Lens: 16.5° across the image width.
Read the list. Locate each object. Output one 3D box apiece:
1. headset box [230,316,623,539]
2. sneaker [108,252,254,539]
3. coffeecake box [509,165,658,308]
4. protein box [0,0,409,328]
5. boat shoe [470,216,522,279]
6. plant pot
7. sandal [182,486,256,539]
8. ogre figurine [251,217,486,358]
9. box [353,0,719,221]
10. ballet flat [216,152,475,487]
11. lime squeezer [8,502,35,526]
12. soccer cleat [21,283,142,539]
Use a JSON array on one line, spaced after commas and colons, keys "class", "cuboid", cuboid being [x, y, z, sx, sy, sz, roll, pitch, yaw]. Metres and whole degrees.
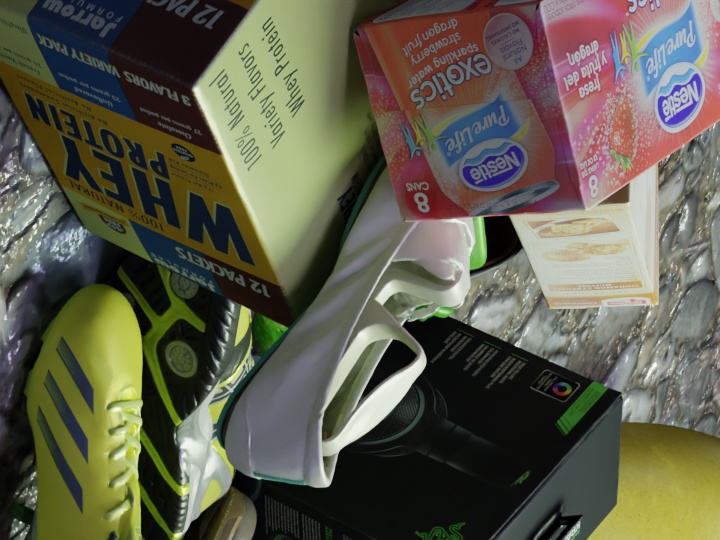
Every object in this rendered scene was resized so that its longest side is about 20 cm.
[{"class": "headset box", "cuboid": [0.030, 0.118, 1.388, 0.174, 0.199, 0.093, -42, 144, -37]}, {"class": "sneaker", "cuboid": [-0.087, 0.046, 1.269, 0.076, 0.075, 0.201, -36, 151, -46]}, {"class": "coffeecake box", "cuboid": [0.133, -0.078, 1.459, 0.200, 0.073, 0.154, 56, 33, -69]}, {"class": "protein box", "cuboid": [-0.048, -0.121, 1.133, 0.200, 0.135, 0.199, -55, 152, -21]}, {"class": "boat shoe", "cuboid": [0.027, -0.018, 1.423, 0.200, 0.067, 0.072, -15, 125, -55]}, {"class": "plant pot", "cuboid": [0.177, 0.187, 1.747, 0.142, 0.200, 0.201, 29, 85, -35]}, {"class": "sandal", "cuboid": [-0.089, 0.212, 1.352, 0.054, 0.080, 0.201, 18, 107, -18]}, {"class": "ogre figurine", "cuboid": [0.000, 0.000, 1.275, 0.119, 0.200, 0.099, -23, 94, -12]}, {"class": "box", "cuboid": [0.098, -0.099, 1.130, 0.200, 0.102, 0.095, -33, 114, -50]}, {"class": "ballet flat", "cuboid": [0.011, 0.017, 1.130, 0.200, 0.069, 0.070, -57, 151, -18]}, {"class": "lime squeezer", "cuboid": [-0.145, 0.179, 1.316, 0.070, 0.038, 0.201, -16, 133, -16]}, {"class": "soccer cleat", "cuboid": [-0.127, 0.108, 1.207, 0.065, 0.083, 0.201, 1, 102, -46]}]
